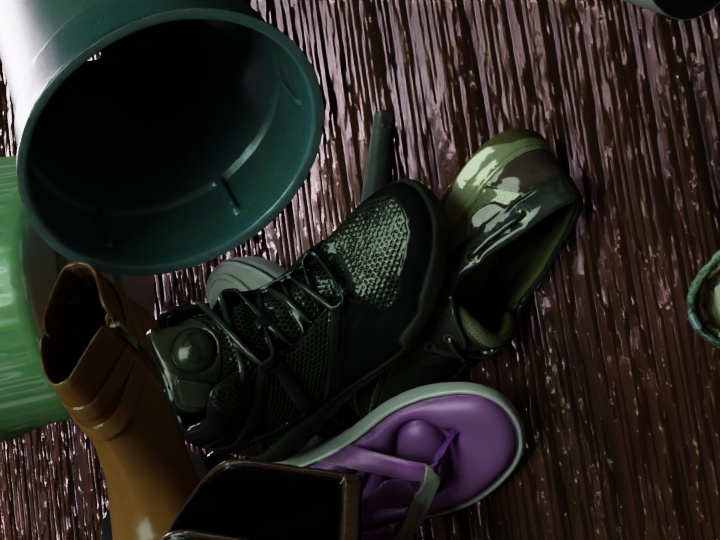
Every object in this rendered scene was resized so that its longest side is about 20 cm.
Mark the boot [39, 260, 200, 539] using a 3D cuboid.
[{"bbox_3d":[-0.148,0.105,1.095,0.076,0.156,0.202,-9,59,13],"label":"boot"}]

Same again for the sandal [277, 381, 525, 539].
[{"bbox_3d":[0.008,0.127,0.986,0.201,0.083,0.050,-27,26,30],"label":"sandal"}]

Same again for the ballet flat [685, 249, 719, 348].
[{"bbox_3d":[0.224,-0.012,0.763,0.200,0.074,0.075,-38,61,42],"label":"ballet flat"}]

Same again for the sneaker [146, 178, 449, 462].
[{"bbox_3d":[-0.038,0.029,0.929,0.200,0.114,0.077,-46,58,27],"label":"sneaker"}]

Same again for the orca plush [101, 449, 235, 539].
[{"bbox_3d":[-0.103,0.186,1.171,0.199,0.071,0.105,28,66,36],"label":"orca plush"}]

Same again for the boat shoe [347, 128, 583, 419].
[{"bbox_3d":[0.056,0.019,0.958,0.202,0.071,0.066,-60,43,24],"label":"boat shoe"}]

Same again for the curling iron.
[{"bbox_3d":[0.000,0.000,1.030,0.025,0.049,0.202,2,74,38],"label":"curling iron"}]

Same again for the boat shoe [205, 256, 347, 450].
[{"bbox_3d":[-0.056,0.061,1.093,0.200,0.065,0.072,54,127,35],"label":"boat shoe"}]

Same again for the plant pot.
[{"bbox_3d":[-0.151,-0.137,1.127,0.201,0.199,0.197,-61,41,29],"label":"plant pot"}]

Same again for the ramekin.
[{"bbox_3d":[-0.225,0.013,1.194,0.097,0.200,0.202,-10,81,22],"label":"ramekin"}]

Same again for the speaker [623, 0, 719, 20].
[{"bbox_3d":[0.107,-0.194,0.897,0.199,0.081,0.082,31,112,45],"label":"speaker"}]

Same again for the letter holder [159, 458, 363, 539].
[{"bbox_3d":[-0.094,0.190,0.965,0.200,0.141,0.101,119,158,-54],"label":"letter holder"}]
